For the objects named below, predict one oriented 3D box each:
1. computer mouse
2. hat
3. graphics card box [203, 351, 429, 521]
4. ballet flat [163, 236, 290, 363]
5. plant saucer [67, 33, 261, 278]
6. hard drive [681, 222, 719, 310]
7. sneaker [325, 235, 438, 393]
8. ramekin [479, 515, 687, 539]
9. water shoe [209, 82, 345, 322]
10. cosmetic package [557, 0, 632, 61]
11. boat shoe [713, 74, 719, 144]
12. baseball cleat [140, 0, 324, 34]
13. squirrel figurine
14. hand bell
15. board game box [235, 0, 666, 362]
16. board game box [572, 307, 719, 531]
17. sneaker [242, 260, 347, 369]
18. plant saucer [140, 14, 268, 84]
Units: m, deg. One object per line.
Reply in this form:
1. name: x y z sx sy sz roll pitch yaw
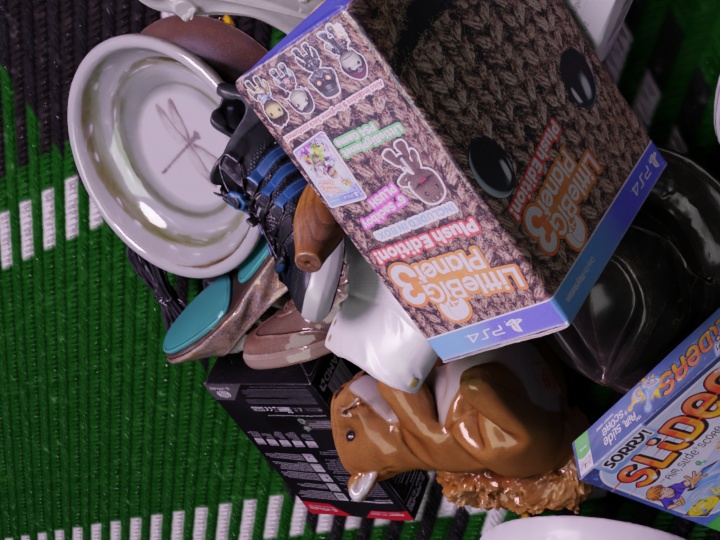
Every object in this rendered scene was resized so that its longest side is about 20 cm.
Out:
1. computer mouse: -0.108 0.001 1.014 0.199 0.046 0.141 -9 120 34
2. hat: 0.170 0.019 0.780 0.199 0.081 0.202 15 128 20
3. graphics card box: -0.037 0.146 1.046 0.125 0.051 0.200 -4 135 37
4. ballet flat: -0.082 0.024 0.942 0.067 0.068 0.200 33 124 -23
5. plant saucer: -0.143 -0.093 0.923 0.199 0.050 0.202 17 124 28
6. hard drive: 0.261 0.058 0.825 0.131 0.027 0.201 19 130 22
7. sneaker: 0.000 0.000 0.797 0.116 0.073 0.200 -59 38 14
8. ramekin: 0.188 0.278 0.931 0.199 0.098 0.201 8 150 5
9. water shoe: -0.061 -0.047 0.779 0.078 0.201 0.072 1 138 -16
10. cosmetic package: 0.075 -0.207 0.718 0.199 0.081 0.113 28 136 12
11. boat shoe: 0.257 -0.132 0.659 0.072 0.066 0.201 34 134 8
12. baseball cleat: -0.059 -0.212 0.816 0.198 0.107 0.070 12 146 -12
13. squirrel figurine: 0.076 0.132 0.914 0.186 0.142 0.200 -28 116 29
14. hand bell: -0.010 -0.074 0.725 0.103 0.201 0.105 8 138 8
15. board game box: 0.058 -0.081 0.657 0.097 0.160 0.200 -21 113 47
16. board game box: 0.254 0.091 0.774 0.134 0.035 0.200 22 129 -20
17. sneaker: -0.008 0.014 0.887 0.199 0.070 0.076 -19 96 19
18. plant saucer: -0.125 -0.110 0.963 0.199 0.032 0.202 18 129 24
